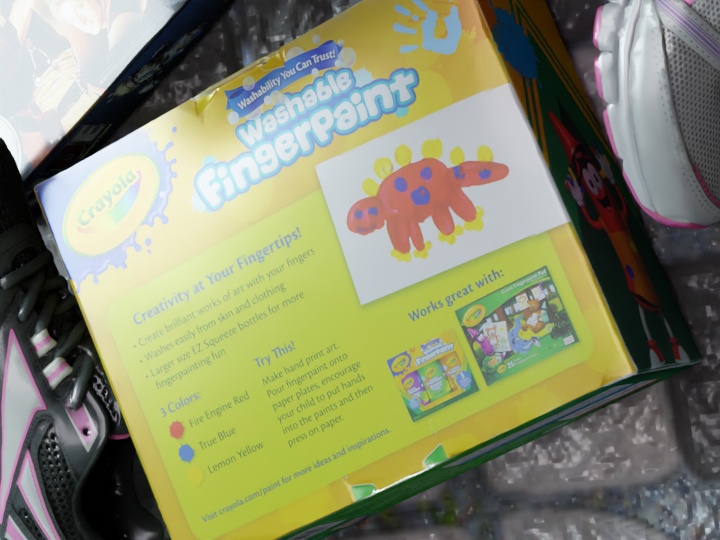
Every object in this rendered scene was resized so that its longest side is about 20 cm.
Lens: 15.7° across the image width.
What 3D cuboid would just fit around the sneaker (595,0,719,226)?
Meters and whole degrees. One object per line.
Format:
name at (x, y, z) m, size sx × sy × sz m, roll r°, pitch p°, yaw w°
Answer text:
sneaker at (0.143, -0.108, 0.879) m, size 0.088 × 0.081 × 0.200 m, roll 19°, pitch 100°, yaw 28°

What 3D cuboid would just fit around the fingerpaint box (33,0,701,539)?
fingerpaint box at (0.000, 0.000, 0.971) m, size 0.200 × 0.073 × 0.167 m, roll -28°, pitch 79°, yaw 25°

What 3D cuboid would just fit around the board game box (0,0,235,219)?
board game box at (-0.119, -0.134, 1.054) m, size 0.200 × 0.035 × 0.136 m, roll -46°, pitch 71°, yaw 21°

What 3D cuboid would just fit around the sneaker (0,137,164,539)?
sneaker at (-0.121, 0.038, 1.021) m, size 0.086 × 0.080 × 0.200 m, roll 1°, pitch 117°, yaw 30°
